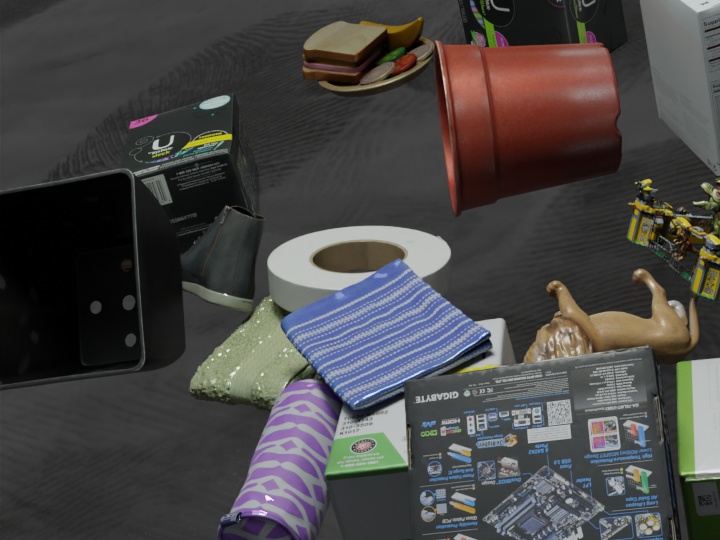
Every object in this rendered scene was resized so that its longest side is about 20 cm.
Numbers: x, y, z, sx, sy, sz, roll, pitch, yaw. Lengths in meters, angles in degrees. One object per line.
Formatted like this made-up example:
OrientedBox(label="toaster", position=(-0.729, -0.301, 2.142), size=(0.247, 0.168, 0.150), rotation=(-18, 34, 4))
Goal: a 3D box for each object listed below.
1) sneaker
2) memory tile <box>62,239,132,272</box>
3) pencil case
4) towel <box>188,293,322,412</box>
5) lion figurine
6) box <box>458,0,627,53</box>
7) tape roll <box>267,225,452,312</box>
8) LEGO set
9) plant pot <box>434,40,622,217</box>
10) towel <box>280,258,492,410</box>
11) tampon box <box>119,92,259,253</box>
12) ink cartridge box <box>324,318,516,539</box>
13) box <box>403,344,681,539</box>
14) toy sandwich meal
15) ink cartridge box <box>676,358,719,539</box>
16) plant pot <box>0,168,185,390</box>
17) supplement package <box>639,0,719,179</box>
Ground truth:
OrientedBox(label="sneaker", position=(-0.158, -0.022, 1.499), size=(0.074, 0.108, 0.199), rotation=(15, 1, -30))
OrientedBox(label="memory tile", position=(-0.346, -0.003, 1.577), size=(0.197, 0.153, 0.017), rotation=(-12, 64, 14))
OrientedBox(label="pencil case", position=(-0.063, 0.181, 1.163), size=(0.085, 0.084, 0.201), rotation=(-29, 20, 30))
OrientedBox(label="towel", position=(-0.076, 0.075, 1.393), size=(0.147, 0.037, 0.200), rotation=(4, 36, 35))
OrientedBox(label="lion figurine", position=(0.237, 0.061, 1.212), size=(0.197, 0.073, 0.123), rotation=(-13, 36, 0))
OrientedBox(label="box", position=(0.248, -0.367, 1.858), size=(0.124, 0.150, 0.199), rotation=(-36, 34, -32))
OrientedBox(label="tape roll", position=(0.000, 0.000, 1.428), size=(0.199, 0.038, 0.203), rotation=(-3, 20, 1))
OrientedBox(label="LEGO set", position=(0.348, -0.056, 1.262), size=(0.151, 0.118, 0.200), rotation=(6, 20, -11))
OrientedBox(label="plant pot", position=(0.191, -0.173, 1.532), size=(0.192, 0.203, 0.202), rotation=(-7, 29, 2))
OrientedBox(label="towel", position=(0.018, 0.054, 1.220), size=(0.143, 0.024, 0.200), rotation=(-25, 26, -13))
OrientedBox(label="tampon box", position=(-0.214, -0.118, 1.705), size=(0.148, 0.128, 0.201), rotation=(-15, 29, 3))
OrientedBox(label="ink cartridge box", position=(0.060, 0.137, 1.161), size=(0.143, 0.085, 0.201), rotation=(-9, 29, 15))
OrientedBox(label="box", position=(0.134, 0.170, 0.993), size=(0.197, 0.050, 0.201), rotation=(-10, 69, 16))
OrientedBox(label="toy sandwich meal", position=(0.013, -0.328, 1.999), size=(0.202, 0.071, 0.206), rotation=(-13, 29, 8))
OrientedBox(label="ink cartridge box", position=(0.346, 0.132, 1.025), size=(0.197, 0.077, 0.148), rotation=(-6, 30, 17))
OrientedBox(label="plant pot", position=(-0.284, 0.022, 1.411), size=(0.197, 0.203, 0.177), rotation=(-8, -10, 16))
OrientedBox(label="supplement package", position=(0.421, -0.248, 1.505), size=(0.145, 0.202, 0.192), rotation=(-18, 29, -2))
